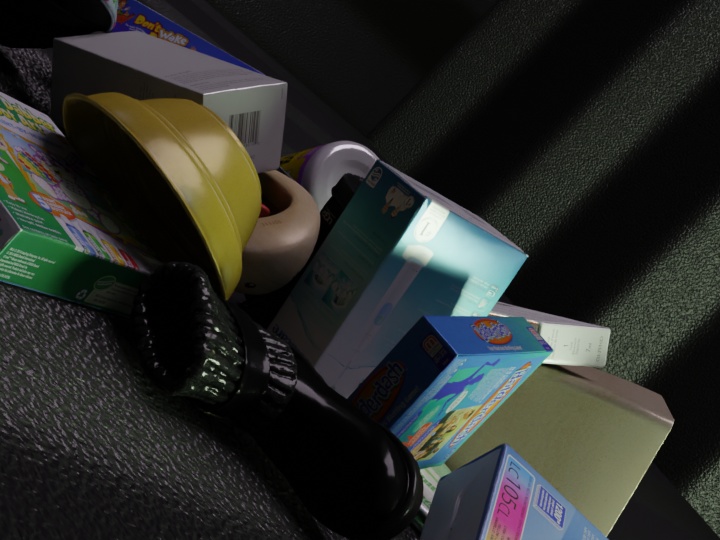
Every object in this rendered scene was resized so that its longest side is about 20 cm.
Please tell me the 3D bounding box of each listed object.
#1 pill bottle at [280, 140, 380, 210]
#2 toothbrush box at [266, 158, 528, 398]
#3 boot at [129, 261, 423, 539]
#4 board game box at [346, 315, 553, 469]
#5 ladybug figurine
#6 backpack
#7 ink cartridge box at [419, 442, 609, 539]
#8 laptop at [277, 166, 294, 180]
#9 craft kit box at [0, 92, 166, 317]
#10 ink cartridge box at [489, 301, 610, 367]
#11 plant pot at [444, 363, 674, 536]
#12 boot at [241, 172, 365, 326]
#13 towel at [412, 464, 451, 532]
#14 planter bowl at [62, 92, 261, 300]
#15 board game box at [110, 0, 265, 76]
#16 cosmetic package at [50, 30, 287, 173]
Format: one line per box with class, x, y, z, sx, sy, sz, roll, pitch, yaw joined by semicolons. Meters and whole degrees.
pill bottle;-0.061;-0.074;1.382;0.104;0.104;0.200;41;-24;-24
toothbrush box;0.029;0.026;1.144;0.146;0.200;0.085;24;12;-41
boot;-0.061;0.091;0.875;0.211;0.079;0.158;38;-5;39
board game box;0.059;0.103;1.047;0.045;0.152;0.200;49;19;22
ladybug figurine;-0.111;-0.039;1.137;0.200;0.135;0.072;-134;-141;-52
backpack;-0.311;-0.287;1.162;0.200;0.177;0.151;43;47;-55
ink cartridge box;0.132;0.243;0.923;0.200;0.076;0.137;44;40;-17
laptop;-0.170;-0.134;1.332;0.177;0.200;0.103;44;44;-20
craft kit box;-0.237;-0.060;0.895;0.198;0.049;0.200;46;8;23
ink cartridge box;0.122;0.054;1.307;0.176;0.045;0.200;8;3;-30
plant pot;0.190;0.180;1.332;0.177;0.201;0.200;31;7;7
boot;0.000;0.000;1.240;0.200;0.168;0.077;15;34;-47
towel;0.047;0.180;1.177;0.153;0.023;0.200;46;9;10
planter bowl;-0.134;-0.067;0.979;0.200;0.083;0.201;43;-23;23
board game box;-0.181;-0.190;1.306;0.200;0.045;0.135;32;-20;16
cosmetic package;-0.173;-0.149;1.143;0.200;0.085;0.107;23;26;36
